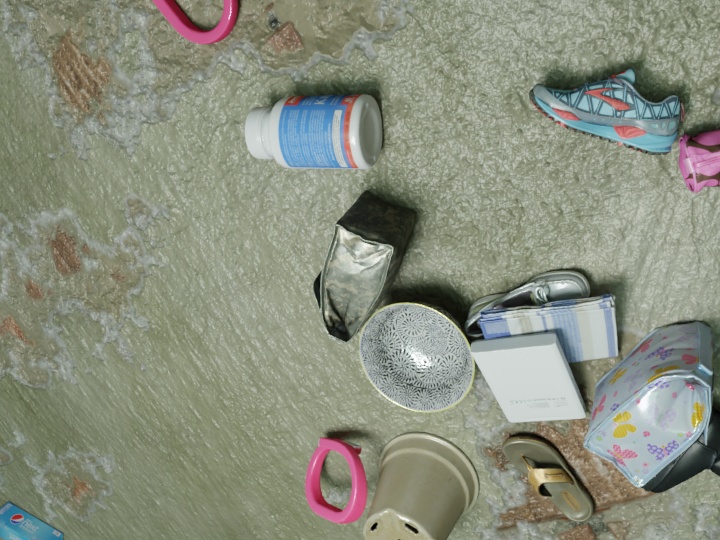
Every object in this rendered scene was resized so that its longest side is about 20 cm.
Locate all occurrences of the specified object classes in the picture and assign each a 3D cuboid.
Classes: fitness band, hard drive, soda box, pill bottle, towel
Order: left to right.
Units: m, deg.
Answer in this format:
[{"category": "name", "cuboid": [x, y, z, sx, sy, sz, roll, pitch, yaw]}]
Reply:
[{"category": "soda box", "cuboid": [-0.933, 0.734, 1.885, 0.199, 0.064, 0.068, 23, 120, 14]}, {"category": "fitness band", "cuboid": [-0.273, -0.459, 1.072, 0.143, 0.037, 0.200, -36, 94, 32]}, {"category": "pill bottle", "cuboid": [-0.075, -0.214, 1.048, 0.198, 0.112, 0.113, 4, 114, 21]}, {"category": "fitness band", "cuboid": [-0.048, 0.396, 1.278, 0.200, 0.037, 0.145, -8, 72, 58]}, {"category": "hard drive", "cuboid": [0.270, 0.175, 1.071, 0.131, 0.027, 0.200, -10, 133, 27]}, {"category": "towel", "cuboid": [0.291, 0.097, 1.031, 0.198, 0.024, 0.147, -9, 136, 18]}]

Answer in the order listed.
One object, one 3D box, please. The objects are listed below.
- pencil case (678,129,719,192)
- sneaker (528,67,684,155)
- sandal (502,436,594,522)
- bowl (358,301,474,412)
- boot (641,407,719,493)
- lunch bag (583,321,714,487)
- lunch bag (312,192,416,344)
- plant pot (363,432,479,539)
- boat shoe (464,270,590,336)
[{"category": "pencil case", "cuboid": [0.502, -0.146, 0.831, 0.199, 0.094, 0.091, -8, 109, 28]}, {"category": "sneaker", "cuboid": [0.326, -0.225, 0.896, 0.199, 0.079, 0.096, 19, 110, 6]}, {"category": "sandal", "cuboid": [0.326, 0.364, 1.161, 0.200, 0.054, 0.080, 48, 122, -2]}, {"category": "bowl", "cuboid": [0.104, 0.127, 1.131, 0.199, 0.094, 0.202, 9, 116, 19]}, {"category": "boot", "cuboid": [0.545, 0.299, 1.028, 0.162, 0.073, 0.199, 27, 120, 7]}, {"category": "lunch bag", "cuboid": [0.430, 0.181, 0.965, 0.127, 0.170, 0.201, 35, 121, 7]}, {"category": "lunch bag", "cuboid": [0.000, 0.000, 1.080, 0.117, 0.164, 0.201, 21, 119, 8]}, {"category": "plant pot", "cuboid": [0.096, 0.429, 1.218, 0.199, 0.183, 0.202, 9, 116, 20]}, {"category": "boat shoe", "cuboid": [0.257, 0.058, 1.049, 0.201, 0.065, 0.075, -18, 104, 29]}]
